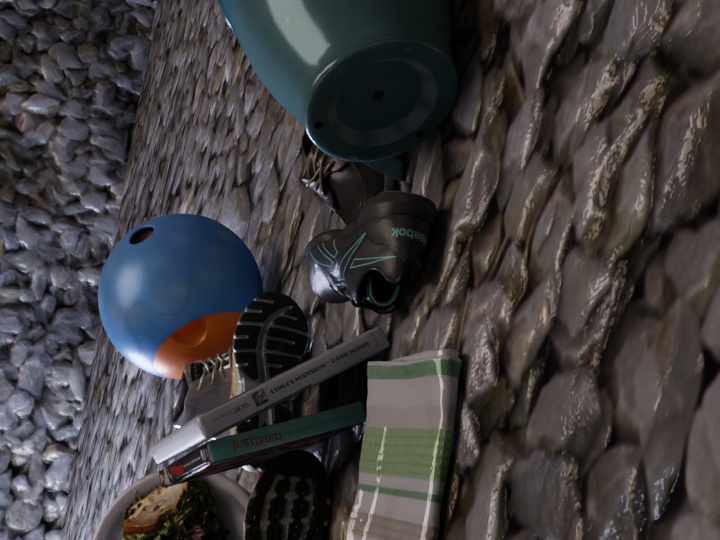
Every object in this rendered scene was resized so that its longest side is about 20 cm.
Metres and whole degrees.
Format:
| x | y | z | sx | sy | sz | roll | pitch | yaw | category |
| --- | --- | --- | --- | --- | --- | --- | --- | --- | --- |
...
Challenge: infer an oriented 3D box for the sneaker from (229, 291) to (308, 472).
| x | y | z | sx | sy | sz | roll | pitch | yaw | category |
| --- | --- | --- | --- | --- | --- | --- | --- | --- | --- |
| -0.107 | 0.119 | 1.298 | 0.090 | 0.078 | 0.201 | 123 | 157 | -63 | sneaker |

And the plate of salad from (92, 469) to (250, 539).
| x | y | z | sx | sy | sz | roll | pitch | yaw | category |
| --- | --- | --- | --- | --- | --- | --- | --- | --- | --- |
| -0.178 | 0.293 | 1.205 | 0.048 | 0.199 | 0.201 | 53 | -134 | -73 | plate of salad |

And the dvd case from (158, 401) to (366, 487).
| x | y | z | sx | sy | sz | roll | pitch | yaw | category |
| --- | --- | --- | --- | --- | --- | --- | --- | --- | --- |
| -0.094 | 0.161 | 1.119 | 0.200 | 0.145 | 0.022 | -40 | 64 | 64 | dvd case |

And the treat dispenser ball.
| x | y | z | sx | sy | sz | roll | pitch | yaw | category |
| --- | --- | --- | --- | --- | --- | --- | --- | --- | --- |
| -0.218 | 0.031 | 1.500 | 0.201 | 0.200 | 0.202 | -166 | 90 | -73 | treat dispenser ball |

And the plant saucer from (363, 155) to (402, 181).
| x | y | z | sx | sy | sz | roll | pitch | yaw | category |
| --- | --- | --- | --- | --- | --- | --- | --- | --- | --- |
| -0.005 | -0.142 | 1.186 | 0.019 | 0.070 | 0.200 | -58 | 22 | 16 | plant saucer |

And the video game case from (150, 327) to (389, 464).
| x | y | z | sx | sy | sz | roll | pitch | yaw | category |
| --- | --- | --- | --- | --- | --- | --- | --- | --- | --- |
| -0.086 | 0.114 | 1.097 | 0.023 | 0.181 | 0.200 | 63 | 155 | 4 | video game case |

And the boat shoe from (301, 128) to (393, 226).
| x | y | z | sx | sy | sz | roll | pitch | yaw | category |
| --- | --- | --- | --- | --- | --- | --- | --- | --- | --- |
| -0.021 | -0.088 | 1.184 | 0.200 | 0.073 | 0.075 | -115 | 41 | -64 | boat shoe |

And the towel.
| x | y | z | sx | sy | sz | roll | pitch | yaw | category |
| --- | --- | --- | --- | --- | --- | --- | --- | --- | --- |
| 0.024 | 0.161 | 0.925 | 0.149 | 0.031 | 0.201 | 156 | 126 | -70 | towel |

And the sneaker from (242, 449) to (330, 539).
| x | y | z | sx | sy | sz | roll | pitch | yaw | category |
| --- | --- | --- | --- | --- | --- | --- | --- | --- | --- |
| -0.079 | 0.262 | 1.118 | 0.089 | 0.077 | 0.201 | 140 | 143 | -76 | sneaker |

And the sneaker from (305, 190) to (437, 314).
| x | y | z | sx | sy | sz | roll | pitch | yaw | category |
| --- | --- | --- | --- | --- | --- | --- | --- | --- | --- |
| 0.000 | 0.000 | 1.050 | 0.200 | 0.075 | 0.080 | 138 | 140 | -62 | sneaker |

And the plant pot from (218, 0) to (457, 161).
| x | y | z | sx | sy | sz | roll | pitch | yaw | category |
| --- | --- | --- | --- | --- | --- | --- | --- | --- | --- |
| -0.006 | -0.203 | 1.060 | 0.200 | 0.199 | 0.188 | -61 | 38 | 40 | plant pot |

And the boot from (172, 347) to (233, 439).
| x | y | z | sx | sy | sz | roll | pitch | yaw | category |
| --- | --- | --- | --- | --- | --- | --- | --- | --- | --- |
| -0.153 | 0.121 | 1.404 | 0.074 | 0.095 | 0.201 | -99 | 28 | -52 | boot |
